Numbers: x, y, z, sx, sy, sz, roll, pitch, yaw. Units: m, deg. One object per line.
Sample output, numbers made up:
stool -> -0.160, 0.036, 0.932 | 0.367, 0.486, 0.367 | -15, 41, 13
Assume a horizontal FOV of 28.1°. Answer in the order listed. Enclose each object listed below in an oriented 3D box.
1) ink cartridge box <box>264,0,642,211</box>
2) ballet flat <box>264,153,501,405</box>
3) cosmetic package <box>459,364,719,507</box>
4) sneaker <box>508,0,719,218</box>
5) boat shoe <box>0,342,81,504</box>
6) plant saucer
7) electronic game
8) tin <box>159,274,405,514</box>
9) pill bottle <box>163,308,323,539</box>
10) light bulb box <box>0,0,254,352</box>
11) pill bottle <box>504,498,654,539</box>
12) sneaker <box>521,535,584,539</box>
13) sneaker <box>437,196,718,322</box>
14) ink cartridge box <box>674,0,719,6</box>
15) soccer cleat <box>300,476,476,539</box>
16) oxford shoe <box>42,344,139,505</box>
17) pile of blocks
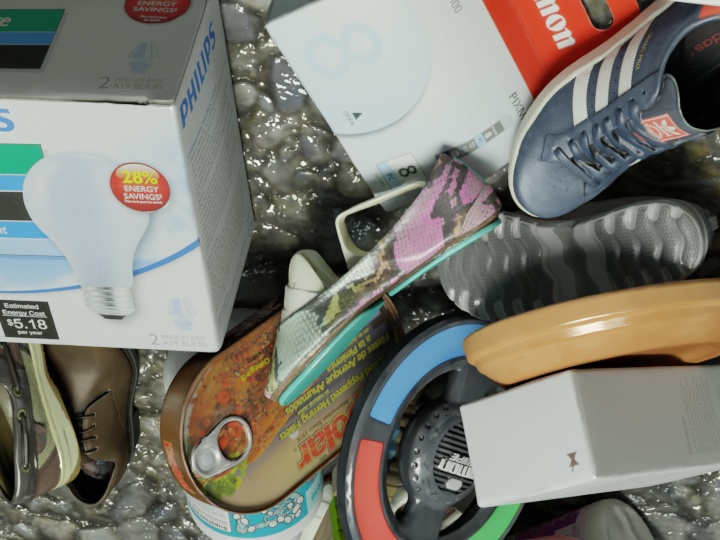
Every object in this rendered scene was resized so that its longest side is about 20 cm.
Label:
ink cartridge box -> 0.066, -0.131, 0.863 | 0.198, 0.048, 0.161 | -17, 128, 24
ballet flat -> 0.000, 0.000, 0.914 | 0.200, 0.069, 0.071 | -41, 86, 17
cosmetic package -> 0.172, 0.111, 0.976 | 0.198, 0.072, 0.101 | 2, 162, -45
sneaker -> 0.163, -0.091, 0.836 | 0.074, 0.085, 0.200 | 29, 120, -25
boat shoe -> -0.268, 0.072, 1.040 | 0.073, 0.065, 0.202 | -24, 95, 35
plant saucer -> 0.167, 0.047, 0.942 | 0.197, 0.038, 0.200 | -8, 168, -2
electronic game -> 0.061, 0.129, 1.023 | 0.041, 0.200, 0.201 | 16, 148, 46
tin -> -0.050, 0.082, 0.974 | 0.042, 0.199, 0.113 | -5, 115, 53
pill bottle -> -0.084, 0.134, 1.089 | 0.109, 0.112, 0.202 | 2, 134, 6
light bulb box -> -0.181, -0.065, 0.909 | 0.195, 0.126, 0.202 | 2, 134, 8
pill bottle -> 0.144, 0.271, 1.179 | 0.199, 0.113, 0.112 | -29, 123, 29
sneaker -> 0.087, 0.245, 1.093 | 0.198, 0.077, 0.104 | -13, 163, 33
sneaker -> 0.142, -0.008, 0.948 | 0.198, 0.082, 0.076 | -3, 96, 35
ink cartridge box -> 0.164, -0.200, 0.741 | 0.197, 0.067, 0.118 | 6, 106, 3
soccer cleat -> 0.015, 0.196, 1.153 | 0.199, 0.078, 0.069 | -33, 121, 33
oxford shoe -> -0.210, 0.104, 1.099 | 0.071, 0.085, 0.202 | 2, 131, 9
pile of blocks -> 0.018, 0.153, 1.070 | 0.061, 0.082, 0.203 | 12, 101, -17
